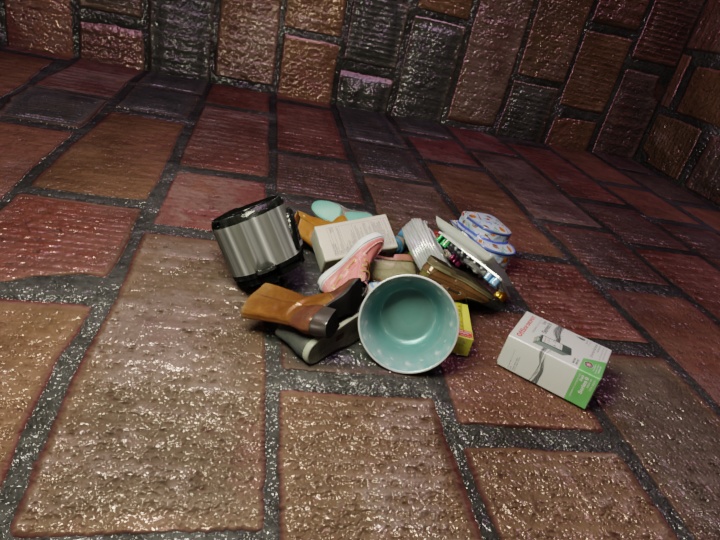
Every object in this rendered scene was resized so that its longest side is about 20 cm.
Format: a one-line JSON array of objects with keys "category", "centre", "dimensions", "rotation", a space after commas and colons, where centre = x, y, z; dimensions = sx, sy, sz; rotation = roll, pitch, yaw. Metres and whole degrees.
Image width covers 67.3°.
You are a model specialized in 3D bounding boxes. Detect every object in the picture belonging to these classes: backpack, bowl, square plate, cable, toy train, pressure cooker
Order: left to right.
[{"category": "pressure cooker", "centre": [-0.222, -0.051, 1.218], "dimensions": [0.178, 0.201, 0.176], "rotation": [-8, 18, 39]}, {"category": "bowl", "centre": [0.098, 0.099, 1.111], "dimensions": [0.200, 0.202, 0.105], "rotation": [14, 9, 2]}, {"category": "toy train", "centre": [0.184, -0.054, 1.530], "dimensions": [0.116, 0.085, 0.200], "rotation": [-31, 59, -32]}, {"category": "cable", "centre": [0.173, -0.041, 1.384], "dimensions": [0.200, 0.069, 0.200], "rotation": [64, 12, 14]}, {"category": "square plate", "centre": [0.286, -0.042, 1.381], "dimensions": [0.200, 0.028, 0.198], "rotation": [42, 3, 37]}, {"category": "backpack", "centre": [0.353, -0.077, 1.569], "dimensions": [0.199, 0.154, 0.191], "rotation": [-3, 42, -33]}]

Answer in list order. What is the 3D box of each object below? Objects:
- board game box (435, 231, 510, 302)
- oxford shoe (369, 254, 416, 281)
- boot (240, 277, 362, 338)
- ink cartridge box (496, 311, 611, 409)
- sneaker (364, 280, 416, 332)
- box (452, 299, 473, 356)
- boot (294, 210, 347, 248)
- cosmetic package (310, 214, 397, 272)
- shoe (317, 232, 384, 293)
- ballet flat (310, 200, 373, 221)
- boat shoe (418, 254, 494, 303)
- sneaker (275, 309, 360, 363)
[{"category": "board game box", "centre": [0.288, -0.005, 1.384], "dimensions": [0.200, 0.026, 0.200], "rotation": [42, 2, 26]}, {"category": "oxford shoe", "centre": [0.046, 0.006, 1.360], "dimensions": [0.199, 0.071, 0.075], "rotation": [-6, 64, -7]}, {"category": "boot", "centre": [-0.112, 0.059, 1.097], "dimensions": [0.199, 0.069, 0.188], "rotation": [10, 41, 26]}, {"category": "ink cartridge box", "centre": [0.419, 0.188, 1.172], "dimensions": [0.200, 0.084, 0.146], "rotation": [26, 30, 23]}, {"category": "sneaker", "centre": [0.074, 0.084, 1.234], "dimensions": [0.200, 0.072, 0.072], "rotation": [27, 57, 37]}, {"category": "box", "centre": [0.211, 0.115, 1.249], "dimensions": [0.075, 0.050, 0.200], "rotation": [14, 28, -1]}, {"category": "boot", "centre": [-0.112, -0.127, 1.486], "dimensions": [0.144, 0.071, 0.201], "rotation": [32, 31, -17]}, {"category": "cosmetic package", "centre": [-0.017, -0.070, 1.385], "dimensions": [0.199, 0.071, 0.106], "rotation": [-11, 68, -19]}, {"category": "shoe", "centre": [0.000, 0.000, 1.275], "dimensions": [0.200, 0.072, 0.091], "rotation": [-41, 55, -12]}, {"category": "ballet flat", "centre": [-0.051, -0.158, 1.624], "dimensions": [0.199, 0.073, 0.073], "rotation": [14, 28, 8]}, {"category": "boat shoe", "centre": [0.223, 0.035, 1.280], "dimensions": [0.200, 0.068, 0.072], "rotation": [29, 14, -17]}, {"category": "sneaker", "centre": [-0.072, 0.108, 1.112], "dimensions": [0.106, 0.075, 0.200], "rotation": [31, 34, 31]}]
